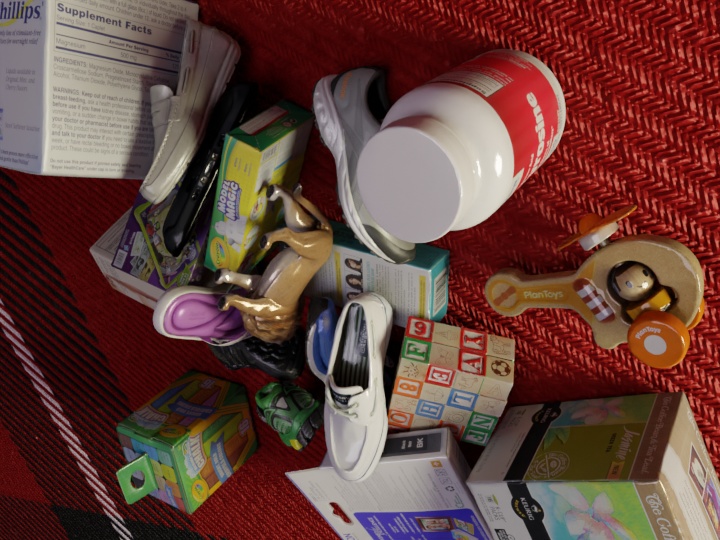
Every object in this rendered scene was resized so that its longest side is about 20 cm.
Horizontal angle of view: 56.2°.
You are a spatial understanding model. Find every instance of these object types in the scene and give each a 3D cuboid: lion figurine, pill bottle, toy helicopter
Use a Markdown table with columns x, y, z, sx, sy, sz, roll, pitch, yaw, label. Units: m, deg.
| x | y | z | sx | sy | sz | roll | pitch | yaw | label |
| --- | --- | --- | --- | --- | --- | --- | --- | --- | --- |
| -0.078 | 0.000 | 0.722 | 0.200 | 0.122 | 0.073 | -48 | 44 | 26 | lion figurine |
| 0.083 | -0.101 | 0.538 | 0.111 | 0.200 | 0.113 | 17 | 125 | 27 | pill bottle |
| 0.199 | 0.008 | 0.606 | 0.198 | 0.079 | 0.134 | -4 | 112 | 41 | toy helicopter |

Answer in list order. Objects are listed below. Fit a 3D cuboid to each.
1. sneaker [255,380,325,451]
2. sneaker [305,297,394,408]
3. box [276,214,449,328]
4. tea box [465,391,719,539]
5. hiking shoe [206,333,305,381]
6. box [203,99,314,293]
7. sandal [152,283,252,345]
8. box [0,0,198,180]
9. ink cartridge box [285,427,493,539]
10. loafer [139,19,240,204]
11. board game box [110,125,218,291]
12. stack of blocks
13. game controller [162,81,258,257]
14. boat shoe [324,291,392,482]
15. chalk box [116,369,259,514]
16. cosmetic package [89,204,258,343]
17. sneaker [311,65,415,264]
| x | y | z | sx | sy | sz | roll | pitch | yaw | label |
| --- | --- | --- | --- | --- | --- | --- | --- | --- | --- |
| -0.091 | 0.173 | 0.867 | 0.085 | 0.078 | 0.200 | 41 | 164 | 0 | sneaker |
| -0.007 | 0.102 | 0.798 | 0.088 | 0.079 | 0.201 | -12 | 133 | 13 | sneaker |
| 0.000 | 0.000 | 0.758 | 0.198 | 0.049 | 0.083 | 17 | 125 | 28 | box |
| 0.246 | 0.247 | 0.668 | 0.195 | 0.133 | 0.202 | -18 | 105 | 40 | tea box |
| -0.151 | 0.100 | 0.921 | 0.199 | 0.076 | 0.101 | 30 | 142 | 27 | hiking shoe |
| -0.115 | -0.077 | 0.751 | 0.048 | 0.117 | 0.201 | 27 | 128 | 12 | box |
| -0.154 | 0.056 | 0.798 | 0.050 | 0.202 | 0.083 | 27 | 109 | 33 | sandal |
| -0.280 | -0.203 | 0.717 | 0.104 | 0.183 | 0.203 | 13 | 101 | 32 | box |
| 0.042 | 0.266 | 0.794 | 0.198 | 0.044 | 0.199 | -13 | 129 | 22 | ink cartridge box |
| -0.194 | -0.169 | 0.715 | 0.069 | 0.202 | 0.070 | 25 | 167 | -21 | loafer |
| -0.216 | -0.078 | 0.808 | 0.119 | 0.032 | 0.202 | 21 | 90 | 28 | board game box |
| 0.089 | 0.150 | 0.745 | 0.114 | 0.059 | 0.201 | 12 | 134 | 3 | stack of blocks |
| -0.160 | -0.110 | 0.727 | 0.042 | 0.104 | 0.202 | 24 | 94 | -23 | game controller |
| -0.012 | 0.123 | 0.702 | 0.073 | 0.067 | 0.203 | 3 | 89 | 25 | boat shoe |
| -0.267 | 0.261 | 0.999 | 0.123 | 0.200 | 0.126 | 9 | 121 | 31 | chalk box |
| -0.240 | -0.001 | 0.885 | 0.198 | 0.104 | 0.088 | 24 | 147 | 25 | cosmetic package |
| 0.017 | -0.102 | 0.664 | 0.079 | 0.074 | 0.202 | -15 | 98 | 31 | sneaker |
